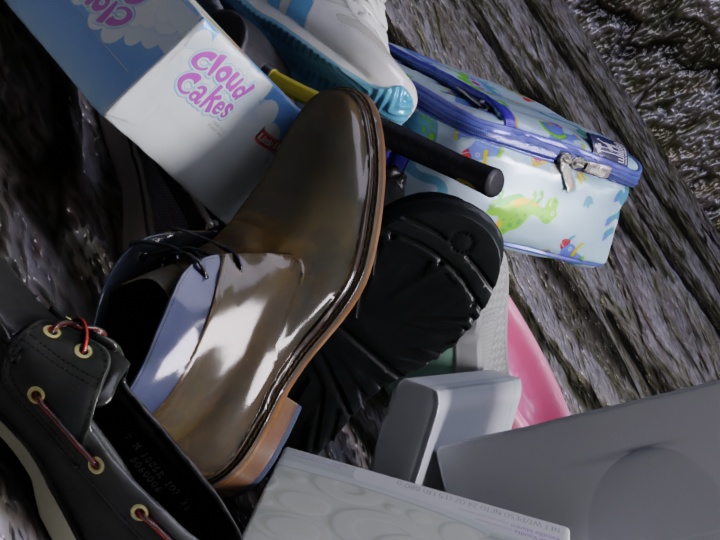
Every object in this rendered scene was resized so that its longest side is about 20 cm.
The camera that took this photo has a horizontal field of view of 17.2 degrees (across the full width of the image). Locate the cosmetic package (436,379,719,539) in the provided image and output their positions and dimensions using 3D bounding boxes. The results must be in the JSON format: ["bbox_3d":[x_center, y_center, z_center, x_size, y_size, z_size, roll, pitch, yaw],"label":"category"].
[{"bbox_3d":[0.163,0.166,1.180,0.123,0.198,0.201,31,47,-74],"label":"cosmetic package"}]

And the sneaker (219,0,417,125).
[{"bbox_3d":[-0.018,-0.148,1.366,0.200,0.081,0.077,47,-11,45],"label":"sneaker"}]

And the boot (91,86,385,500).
[{"bbox_3d":[-0.055,-0.002,1.067,0.097,0.074,0.201,30,76,-50],"label":"boot"}]

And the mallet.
[{"bbox_3d":[-0.004,-0.080,1.279,0.199,0.041,0.066,29,-8,23],"label":"mallet"}]

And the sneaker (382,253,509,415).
[{"bbox_3d":[0.023,0.062,1.396,0.074,0.118,0.201,-48,145,-53],"label":"sneaker"}]

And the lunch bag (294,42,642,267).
[{"bbox_3d":[0.057,-0.074,1.415,0.160,0.083,0.200,15,12,-34],"label":"lunch bag"}]

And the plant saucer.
[{"bbox_3d":[0.085,0.065,1.664,0.201,0.051,0.201,55,13,-20],"label":"plant saucer"}]

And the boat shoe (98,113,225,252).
[{"bbox_3d":[-0.076,-0.059,1.235,0.075,0.093,0.200,48,17,-39],"label":"boat shoe"}]

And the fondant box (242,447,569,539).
[{"bbox_3d":[0.014,0.152,1.038,0.144,0.059,0.200,16,17,3],"label":"fondant box"}]

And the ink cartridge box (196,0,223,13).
[{"bbox_3d":[-0.107,-0.149,1.421,0.196,0.043,0.201,41,24,-60],"label":"ink cartridge box"}]

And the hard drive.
[{"bbox_3d":[0.037,0.119,1.249,0.027,0.133,0.200,18,4,16],"label":"hard drive"}]

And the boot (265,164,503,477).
[{"bbox_3d":[0.001,0.000,1.197,0.073,0.198,0.163,35,30,-14],"label":"boot"}]

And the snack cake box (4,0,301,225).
[{"bbox_3d":[-0.115,-0.121,1.161,0.200,0.067,0.115,48,2,40],"label":"snack cake box"}]

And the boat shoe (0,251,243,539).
[{"bbox_3d":[-0.119,0.046,0.941,0.202,0.063,0.074,57,16,-7],"label":"boat shoe"}]
